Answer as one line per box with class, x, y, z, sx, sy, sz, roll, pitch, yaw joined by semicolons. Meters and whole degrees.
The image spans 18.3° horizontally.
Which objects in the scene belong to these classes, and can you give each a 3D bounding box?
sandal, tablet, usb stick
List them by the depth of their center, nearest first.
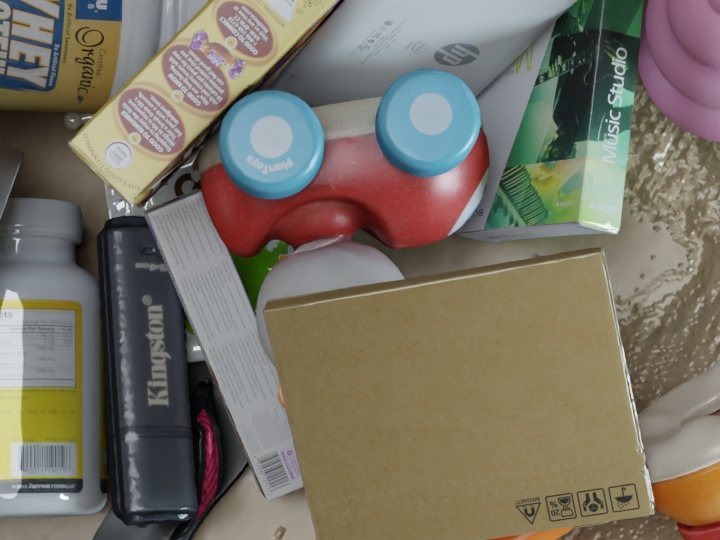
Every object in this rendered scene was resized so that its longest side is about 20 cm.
tablet;0.040;-0.140;1.356;0.130;0.200;0.014;8;64;-25
usb stick;-0.135;0.063;1.412;0.055;0.033;0.200;0;74;-17
sandal;-0.122;0.134;1.438;0.075;0.045;0.200;25;83;13

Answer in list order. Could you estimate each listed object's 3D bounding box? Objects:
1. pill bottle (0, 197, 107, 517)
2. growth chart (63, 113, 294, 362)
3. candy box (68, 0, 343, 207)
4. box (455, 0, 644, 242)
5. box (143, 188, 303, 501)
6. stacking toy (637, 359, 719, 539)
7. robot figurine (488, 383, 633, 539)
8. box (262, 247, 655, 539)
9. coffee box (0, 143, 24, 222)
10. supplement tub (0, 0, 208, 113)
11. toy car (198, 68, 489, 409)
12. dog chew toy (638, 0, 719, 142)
pill bottle;-0.219;0.058;1.434;0.112;0.112;0.200;-2;83;10
growth chart;-0.103;-0.032;1.463;0.145;0.018;0.200;-17;75;2
candy box;-0.084;-0.125;1.331;0.056;0.117;0.200;44;88;-3
box;0.118;-0.120;1.385;0.036;0.144;0.200;8;84;-28
box;-0.080;0.047;1.409;0.041;0.039;0.200;-24;96;-8
stacking toy;0.255;0.158;1.351;0.146;0.146;0.200;-28;99;6
robot figurine;0.065;0.102;1.376;0.200;0.144;0.117;-38;121;4
box;0.057;0.079;1.288;0.200;0.021;0.164;-10;105;11
coffee box;-0.297;-0.045;1.413;0.080;0.200;0.114;19;91;-29
supplement tub;-0.207;-0.173;1.415;0.200;0.145;0.145;1;83;-17
toy car;0.000;0.000;1.352;0.177;0.184;0.200;-8;83;-5
dog chew toy;0.224;-0.146;1.334;0.124;0.200;0.125;-1;83;10
